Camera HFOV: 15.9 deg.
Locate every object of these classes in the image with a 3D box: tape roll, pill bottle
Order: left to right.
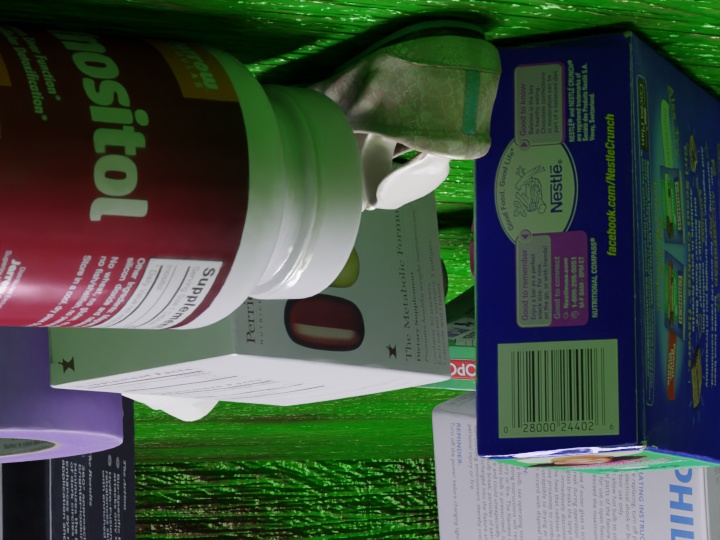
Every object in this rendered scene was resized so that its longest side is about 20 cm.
[{"bbox_3d":[-0.218,0.049,1.287,0.198,0.086,0.200,-4,172,-1],"label":"tape roll"},{"bbox_3d":[-0.103,-0.035,0.989,0.199,0.114,0.113,2,171,-36],"label":"pill bottle"}]

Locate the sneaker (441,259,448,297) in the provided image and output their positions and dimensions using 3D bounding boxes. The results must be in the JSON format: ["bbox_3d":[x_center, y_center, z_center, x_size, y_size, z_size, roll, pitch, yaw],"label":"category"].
[{"bbox_3d":[0.000,0.000,1.460,0.081,0.076,0.199,-19,166,31],"label":"sneaker"}]

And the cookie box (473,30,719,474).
[{"bbox_3d":[0.110,0.001,1.121,0.075,0.173,0.200,-3,172,20],"label":"cookie box"}]

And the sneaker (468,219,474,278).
[{"bbox_3d":[0.138,-0.023,1.308,0.087,0.074,0.199,11,161,-37],"label":"sneaker"}]

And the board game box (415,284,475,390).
[{"bbox_3d":[0.120,0.027,1.524,0.134,0.029,0.200,3,-163,28],"label":"board game box"}]

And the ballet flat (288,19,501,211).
[{"bbox_3d":[-0.003,-0.054,1.075,0.067,0.063,0.200,0,172,-22],"label":"ballet flat"}]

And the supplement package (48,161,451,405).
[{"bbox_3d":[-0.054,0.002,1.262,0.109,0.115,0.200,-10,171,30],"label":"supplement package"}]

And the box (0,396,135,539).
[{"bbox_3d":[-0.211,0.131,1.542,0.116,0.198,0.200,-3,171,10],"label":"box"}]

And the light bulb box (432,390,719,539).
[{"bbox_3d":[0.181,0.129,1.570,0.199,0.126,0.198,6,-163,40],"label":"light bulb box"}]

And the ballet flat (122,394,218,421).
[{"bbox_3d":[-0.102,0.050,1.397,0.069,0.070,0.200,-1,-178,-13],"label":"ballet flat"}]
